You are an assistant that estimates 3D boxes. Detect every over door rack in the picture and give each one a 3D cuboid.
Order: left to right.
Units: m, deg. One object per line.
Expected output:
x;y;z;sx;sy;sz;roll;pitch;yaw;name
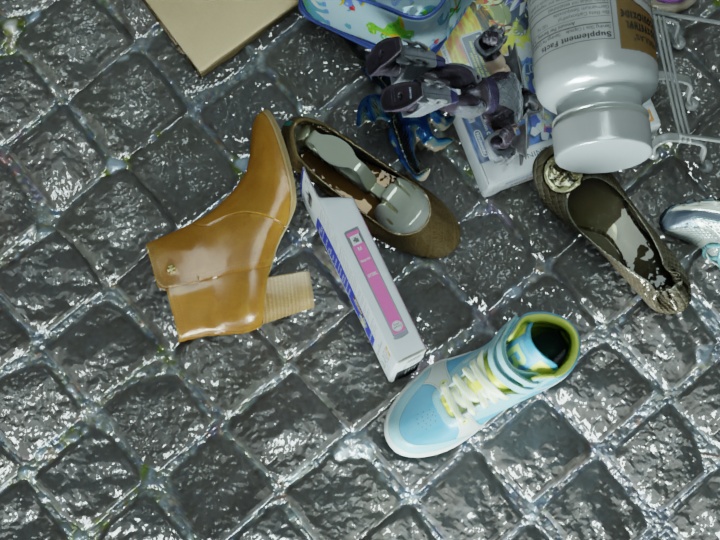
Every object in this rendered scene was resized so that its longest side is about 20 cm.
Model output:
0.351;-0.171;1.747;0.198;0.067;0.149;-1;67;-17;over door rack

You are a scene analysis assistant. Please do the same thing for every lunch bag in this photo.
0.039;-0.300;1.723;0.160;0.083;0.201;22;60;15;lunch bag

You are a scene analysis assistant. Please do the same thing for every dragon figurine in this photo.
0.034;-0.146;1.695;0.059;0.200;0.099;-37;108;27;dragon figurine

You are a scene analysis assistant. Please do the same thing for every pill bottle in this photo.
0.213;-0.198;1.675;0.113;0.114;0.202;-2;73;-4;pill bottle

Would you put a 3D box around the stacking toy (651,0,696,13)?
0.302;-0.313;1.713;0.085;0.200;0.086;1;77;-3;stacking toy

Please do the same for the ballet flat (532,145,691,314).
0.237;-0.037;1.706;0.067;0.046;0.200;-41;95;-1;ballet flat

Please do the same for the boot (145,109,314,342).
-0.128;-0.042;1.693;0.143;0.071;0.203;-10;83;-8;boot

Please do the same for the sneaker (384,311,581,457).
0.111;0.096;1.645;0.199;0.131;0.080;-32;82;-9;sneaker

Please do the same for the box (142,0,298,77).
-0.124;-0.307;1.780;0.200;0.021;0.164;-37;82;-10;box

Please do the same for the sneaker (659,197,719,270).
0.372;-0.009;1.712;0.199;0.078;0.087;16;80;1;sneaker

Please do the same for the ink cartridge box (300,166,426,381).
0.000;0.000;1.679;0.037;0.095;0.201;-26;80;-9;ink cartridge box

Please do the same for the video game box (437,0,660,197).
0.167;-0.193;1.759;0.181;0.047;0.201;-20;79;-10;video game box

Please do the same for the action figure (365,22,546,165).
0.102;-0.160;1.658;0.199;0.069;0.131;5;64;-40;action figure

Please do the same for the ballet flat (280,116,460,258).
0.008;-0.081;1.710;0.200;0.072;0.068;38;81;5;ballet flat
